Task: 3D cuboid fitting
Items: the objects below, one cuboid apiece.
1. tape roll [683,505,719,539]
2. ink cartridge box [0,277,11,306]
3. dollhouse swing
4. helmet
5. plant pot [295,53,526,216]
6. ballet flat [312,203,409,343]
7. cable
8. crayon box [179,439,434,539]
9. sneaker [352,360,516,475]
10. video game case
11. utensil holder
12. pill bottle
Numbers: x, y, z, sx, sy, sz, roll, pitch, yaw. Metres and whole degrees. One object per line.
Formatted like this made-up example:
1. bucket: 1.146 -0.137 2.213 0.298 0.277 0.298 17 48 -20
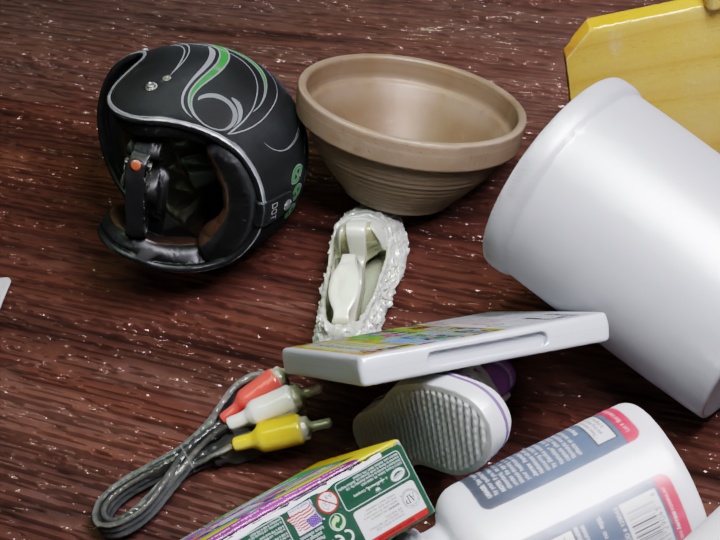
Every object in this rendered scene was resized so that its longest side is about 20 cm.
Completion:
1. tape roll: 0.275 0.206 0.796 0.139 0.204 0.202 -36 47 -19
2. ink cartridge box: -0.430 0.029 1.271 0.198 0.068 0.116 -2 46 13
3. dollhouse swing: 0.270 -0.188 1.192 0.174 0.201 0.183 -1 46 16
4. helmet: -0.144 -0.106 1.239 0.198 0.201 0.191 -6 29 10
5. plant pot: 0.039 -0.110 1.235 0.199 0.093 0.201 7 28 -4
6. ballet flat: 0.000 0.000 1.180 0.071 0.072 0.201 -3 45 13
7. cable: -0.122 0.129 1.094 0.199 0.051 0.097 -23 43 -9
8. crayon box: -0.073 0.188 0.925 0.199 0.172 0.059 -27 86 -23
9. sneaker: 0.075 0.087 1.004 0.114 0.073 0.200 -30 4 -22
10. video game case: 0.054 0.054 1.022 0.181 0.023 0.200 -9 2 -18
11. utensil holder: 0.217 -0.015 1.031 0.200 0.170 0.170 40 64 21
12. pill bottle: 0.115 0.180 0.927 0.199 0.120 0.120 -24 44 -8
